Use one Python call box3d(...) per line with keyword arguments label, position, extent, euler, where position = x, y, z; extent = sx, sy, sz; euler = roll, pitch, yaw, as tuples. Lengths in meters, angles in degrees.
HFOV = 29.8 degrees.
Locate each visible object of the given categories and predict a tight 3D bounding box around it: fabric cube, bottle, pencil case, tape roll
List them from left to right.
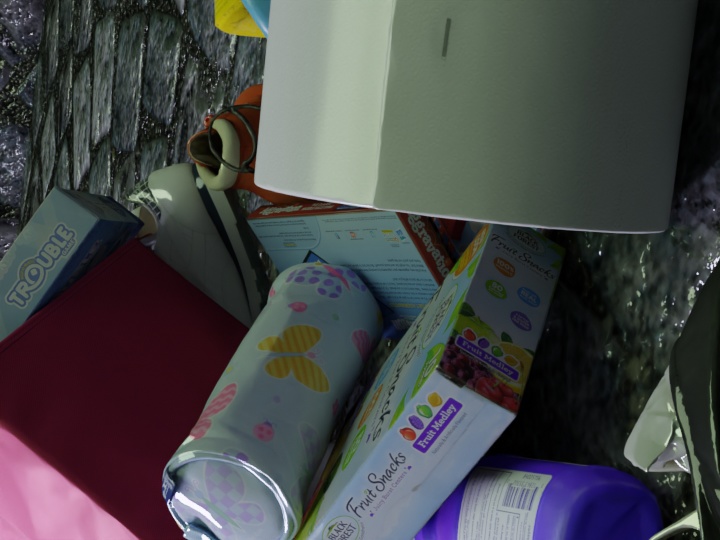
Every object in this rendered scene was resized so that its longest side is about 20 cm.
box3d(label="fabric cube", position=(-0.167, 0.141, 0.970), extent=(0.196, 0.199, 0.201), euler=(-47, -10, -46))
box3d(label="pencil case", position=(-0.049, 0.082, 0.827), extent=(0.201, 0.083, 0.091), euler=(-64, -6, -49))
box3d(label="tape roll", position=(0.054, -0.100, 0.641), extent=(0.202, 0.201, 0.141), euler=(-159, 74, -67))
box3d(label="bottle", position=(0.082, 0.140, 0.717), extent=(0.200, 0.065, 0.084), euler=(167, 109, -68))

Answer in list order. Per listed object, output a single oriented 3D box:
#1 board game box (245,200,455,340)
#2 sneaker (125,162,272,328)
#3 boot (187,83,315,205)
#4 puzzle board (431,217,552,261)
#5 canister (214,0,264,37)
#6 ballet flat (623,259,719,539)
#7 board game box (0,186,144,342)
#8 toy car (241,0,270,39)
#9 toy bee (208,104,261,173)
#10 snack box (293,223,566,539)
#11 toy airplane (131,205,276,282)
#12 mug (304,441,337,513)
box3d(label="board game box", position=(0.000, 0.000, 0.891), extent=(0.199, 0.019, 0.103), euler=(1, 125, 59))
box3d(label="sneaker", position=(-0.113, 0.013, 1.054), extent=(0.076, 0.080, 0.202), euler=(-52, -58, -86))
box3d(label="boot", position=(-0.082, -0.102, 1.016), extent=(0.200, 0.106, 0.076), euler=(-130, 48, -62))
box3d(label="puzzle board", position=(0.074, -0.080, 0.835), extent=(0.200, 0.017, 0.152), euler=(-117, 36, -51))
box3d(label="canister", position=(-0.078, -0.316, 1.162), extent=(0.148, 0.086, 0.202), euler=(167, 104, -68))
box3d(label="ballet flat", position=(0.144, 0.091, 0.547), extent=(0.068, 0.068, 0.202), euler=(-14, 71, 33))
box3d(label="board game box", position=(-0.247, 0.033, 1.003), extent=(0.201, 0.043, 0.199), euler=(-54, 0, 1))
box3d(label="toy car", position=(-0.033, -0.272, 0.800), extent=(0.200, 0.184, 0.177), euler=(54, -175, -36))
box3d(label="toy bee", position=(0.005, -0.130, 0.882), extent=(0.199, 0.108, 0.132), euler=(8, 107, 38))
box3d(label="snack box", position=(0.033, 0.081, 0.754), extent=(0.200, 0.053, 0.143), euler=(-56, 6, 40))
box3d(label="toy airplane", position=(-0.122, 0.025, 1.155), extent=(0.199, 0.140, 0.202), euler=(-32, -67, -78))
box3d(label="mug", position=(-0.050, 0.215, 0.910), extent=(0.200, 0.176, 0.134), euler=(122, 139, -58))
